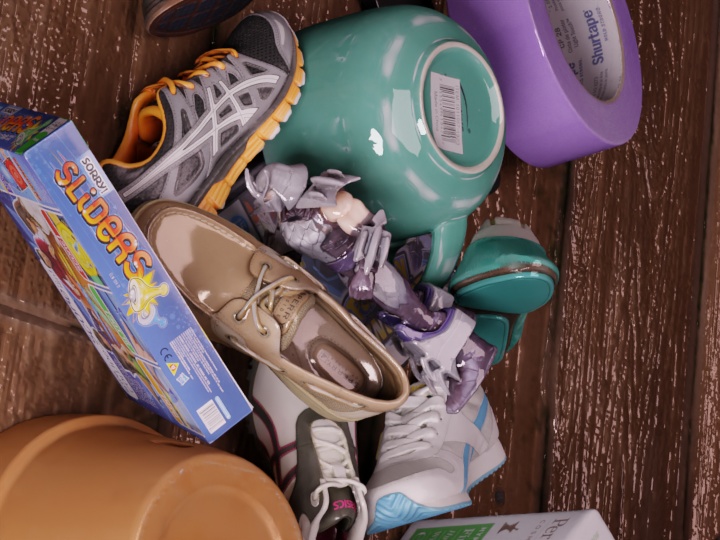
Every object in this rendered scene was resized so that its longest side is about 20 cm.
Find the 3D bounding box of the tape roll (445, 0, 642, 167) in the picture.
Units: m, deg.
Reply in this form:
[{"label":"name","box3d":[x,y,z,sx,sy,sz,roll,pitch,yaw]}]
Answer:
[{"label":"tape roll","box3d":[0.138,-0.181,1.579,0.200,0.065,0.201,39,43,-48]}]

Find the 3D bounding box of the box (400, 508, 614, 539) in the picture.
[{"label":"box","box3d":[0.090,0.295,1.397,0.199,0.171,0.200,-48,117,-41]}]

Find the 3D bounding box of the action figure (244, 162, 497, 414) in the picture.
[{"label":"action figure","box3d":[0.000,0.000,1.325,0.200,0.130,0.069,42,80,-23]}]

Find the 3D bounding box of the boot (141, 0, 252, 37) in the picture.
[{"label":"boot","box3d":[-0.087,-0.228,1.398,0.200,0.075,0.097,-34,82,-34]}]

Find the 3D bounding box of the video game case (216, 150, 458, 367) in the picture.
[{"label":"video game case","box3d":[-0.016,-0.008,1.447,0.200,0.025,0.181,-41,112,-43]}]

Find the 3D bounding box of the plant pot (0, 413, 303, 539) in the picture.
[{"label":"plant pot","box3d":[-0.124,0.176,1.212,0.200,0.140,0.201,12,74,-46]}]

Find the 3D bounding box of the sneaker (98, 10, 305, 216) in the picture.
[{"label":"sneaker","box3d":[-0.102,-0.097,1.334,0.077,0.078,0.200,46,53,-26]}]

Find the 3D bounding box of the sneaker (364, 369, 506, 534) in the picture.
[{"label":"sneaker","box3d":[0.040,0.120,1.427,0.200,0.076,0.081,-37,109,-71]}]

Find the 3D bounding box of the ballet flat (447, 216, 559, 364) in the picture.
[{"label":"ballet flat","box3d":[0.089,0.004,1.429,0.067,0.200,0.071,5,70,-5]}]

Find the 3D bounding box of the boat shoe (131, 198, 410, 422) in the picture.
[{"label":"boat shoe","box3d":[-0.053,0.021,1.278,0.200,0.064,0.071,35,70,-21]}]

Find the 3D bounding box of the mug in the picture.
[{"label":"mug","box3d":[0.033,-0.086,1.410,0.185,0.114,0.152,55,47,-26]}]

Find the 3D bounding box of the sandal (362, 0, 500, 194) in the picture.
[{"label":"sandal","box3d":[0.056,-0.141,1.533,0.075,0.045,0.201,-39,111,-45]}]

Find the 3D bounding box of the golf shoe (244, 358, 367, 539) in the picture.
[{"label":"golf shoe","box3d":[-0.023,0.124,1.347,0.077,0.088,0.201,0,88,-31]}]

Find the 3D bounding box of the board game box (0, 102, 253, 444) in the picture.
[{"label":"board game box","box3d":[-0.149,-0.001,1.221,0.034,0.135,0.200,-37,113,-17]}]
